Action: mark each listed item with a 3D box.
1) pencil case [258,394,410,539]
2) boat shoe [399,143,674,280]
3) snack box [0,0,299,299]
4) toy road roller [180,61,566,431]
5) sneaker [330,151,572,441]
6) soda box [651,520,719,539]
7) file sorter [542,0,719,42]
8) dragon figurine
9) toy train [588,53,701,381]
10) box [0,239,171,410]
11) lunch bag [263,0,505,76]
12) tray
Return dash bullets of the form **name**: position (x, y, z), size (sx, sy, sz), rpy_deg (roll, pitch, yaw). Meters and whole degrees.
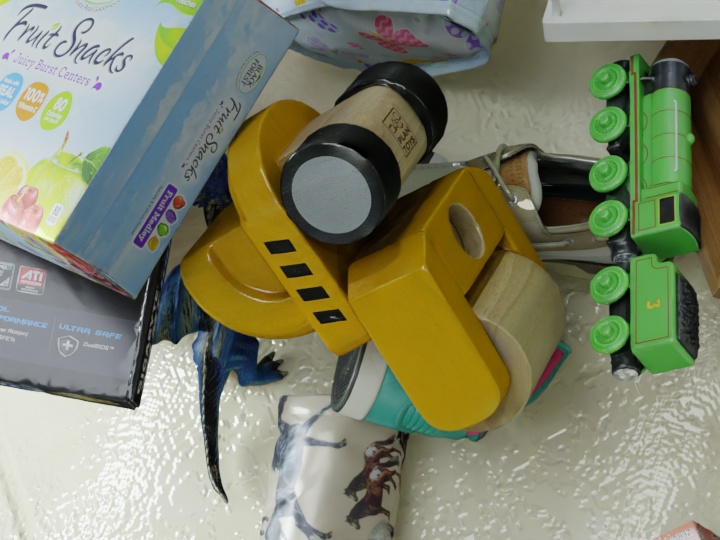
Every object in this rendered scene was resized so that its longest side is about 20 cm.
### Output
- **pencil case**: position (-0.015, 0.162, 1.619), size (0.078, 0.089, 0.200), rpy_deg (-12, 66, 51)
- **boat shoe**: position (0.084, -0.039, 1.588), size (0.200, 0.068, 0.075), rpy_deg (2, 53, -11)
- **snack box**: position (-0.146, -0.089, 1.536), size (0.200, 0.068, 0.169), rpy_deg (22, 79, 53)
- **toy road roller**: position (0.000, 0.000, 1.512), size (0.146, 0.123, 0.200), rpy_deg (-28, 104, 29)
- **sneaker**: position (0.062, 0.022, 1.628), size (0.121, 0.084, 0.200), rpy_deg (22, 47, -7)
- **soda box**: position (0.116, 0.211, 1.553), size (0.200, 0.064, 0.068), rpy_deg (-28, 65, 15)
- **file sorter**: position (0.177, -0.231, 1.567), size (0.139, 0.125, 0.200), rpy_deg (0, 38, 16)
- **dragon figurine**: position (-0.083, 0.028, 1.676), size (0.059, 0.099, 0.200), rpy_deg (15, 81, 27)
- **toy train**: position (0.153, -0.032, 1.521), size (0.056, 0.042, 0.200), rpy_deg (-14, 55, 26)
- **box**: position (-0.206, -0.035, 1.648), size (0.200, 0.050, 0.199), rpy_deg (11, 84, 4)
- **lunch bag**: position (0.032, -0.208, 1.640), size (0.200, 0.127, 0.170), rpy_deg (-1, 71, 64)
- **tray**: position (0.208, -0.077, 1.544), size (0.099, 0.037, 0.200), rpy_deg (-59, 24, 29)
